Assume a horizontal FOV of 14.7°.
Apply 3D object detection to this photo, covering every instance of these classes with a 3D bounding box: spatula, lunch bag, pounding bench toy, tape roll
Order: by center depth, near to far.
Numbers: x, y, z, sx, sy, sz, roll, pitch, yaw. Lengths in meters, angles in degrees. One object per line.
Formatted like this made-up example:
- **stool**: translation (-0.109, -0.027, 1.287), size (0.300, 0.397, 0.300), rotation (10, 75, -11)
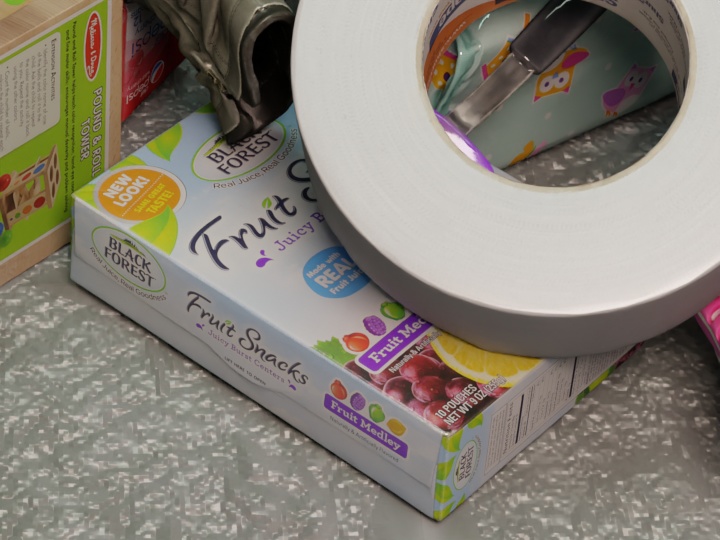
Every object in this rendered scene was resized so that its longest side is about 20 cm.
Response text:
- **tape roll**: translation (0.074, -0.070, 1.078), size (0.200, 0.066, 0.201), rotation (-1, 73, 3)
- **pounding bench toy**: translation (-0.195, -0.108, 1.139), size (0.156, 0.200, 0.124), rotation (33, 49, 27)
- **spatula**: translation (0.059, -0.078, 1.145), size (0.057, 0.021, 0.200), rotation (42, 62, 3)
- **lunch bag**: translation (0.041, -0.149, 1.270), size (0.170, 0.122, 0.200), rotation (-25, 56, -28)

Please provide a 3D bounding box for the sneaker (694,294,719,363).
- **sneaker**: translation (0.171, 0.018, 1.124), size (0.081, 0.088, 0.200), rotation (-24, 47, 12)

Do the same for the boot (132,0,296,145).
- **boot**: translation (-0.064, -0.140, 1.097), size (0.068, 0.200, 0.131), rotation (-32, 68, -13)

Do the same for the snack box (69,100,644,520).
- **snack box**: translation (0.000, 0.000, 1.149), size (0.200, 0.053, 0.142), rotation (32, 47, 26)

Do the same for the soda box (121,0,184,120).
- **soda box**: translation (-0.175, -0.142, 1.264), size (0.200, 0.070, 0.063), rotation (22, 44, 18)
